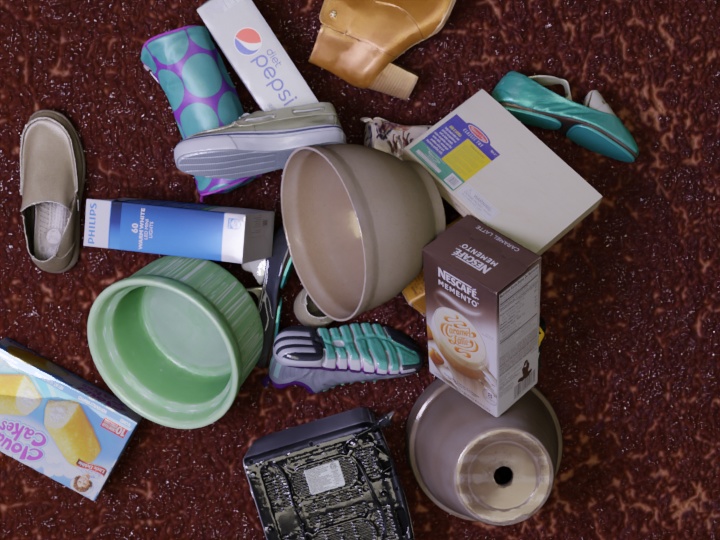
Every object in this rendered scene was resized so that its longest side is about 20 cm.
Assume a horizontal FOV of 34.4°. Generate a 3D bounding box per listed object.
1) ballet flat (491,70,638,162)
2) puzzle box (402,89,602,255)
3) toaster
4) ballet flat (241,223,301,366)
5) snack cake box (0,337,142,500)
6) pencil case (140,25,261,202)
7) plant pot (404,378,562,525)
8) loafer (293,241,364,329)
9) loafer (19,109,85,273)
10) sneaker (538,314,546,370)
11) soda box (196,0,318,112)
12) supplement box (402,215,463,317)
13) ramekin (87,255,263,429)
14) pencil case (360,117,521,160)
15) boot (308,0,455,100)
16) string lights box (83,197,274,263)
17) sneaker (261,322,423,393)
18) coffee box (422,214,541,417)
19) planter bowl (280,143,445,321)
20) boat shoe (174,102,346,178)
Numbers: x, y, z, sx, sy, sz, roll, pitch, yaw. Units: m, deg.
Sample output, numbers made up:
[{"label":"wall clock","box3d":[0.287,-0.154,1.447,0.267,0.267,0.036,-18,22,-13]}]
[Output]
[{"label":"ballet flat","box3d":[0.260,-0.197,1.432,0.200,0.067,0.071,19,81,-7]},{"label":"puzzle box","box3d":[0.163,-0.108,1.349,0.133,0.025,0.200,-38,71,-19]},{"label":"toaster","box3d":[-0.031,0.275,1.438,0.200,0.119,0.181,-17,97,0]},{"label":"ballet flat","box3d":[-0.119,0.020,1.434,0.073,0.073,0.200,13,97,-4]},{"label":"snack cake box","box3d":[-0.384,0.183,1.437,0.200,0.067,0.115,29,93,-5]},{"label":"pencil case","box3d":[-0.190,-0.190,1.399,0.092,0.085,0.200,-19,98,20]},{"label":"plant pot","box3d":[0.161,0.228,1.416,0.200,0.174,0.200,0,97,-3]},{"label":"loafer","box3d":[0.000,0.000,1.436,0.076,0.068,0.200,43,92,-6]},{"label":"loafer","box3d":[-0.373,-0.094,1.409,0.076,0.067,0.200,-5,96,-2]},{"label":"sneaker","box3d":[0.193,0.044,1.389,0.070,0.090,0.200,-23,141,-9]},{"label":"soda box","box3d":[-0.115,-0.244,1.405,0.063,0.068,0.200,-34,96,0]},{"label":"supplement box","box3d":[0.136,-0.028,1.404,0.200,0.067,0.069,-36,62,8]},{"label":"ramekin","box3d":[-0.213,0.078,1.383,0.200,0.098,0.200,11,120,19]},{"label":"pencil case","box3d":[0.097,-0.143,1.421,0.200,0.078,0.090,3,90,-3]},{"label":"boot","box3d":[0.030,-0.317,1.403,0.144,0.071,0.201,25,99,-8]},{"label":"string lights box","box3d":[-0.213,-0.050,1.377,0.200,0.103,0.059,6,96,15]},{"label":"sneaker","box3d":[-0.023,0.116,1.451,0.200,0.075,0.088,7,135,-23]},{"label":"coffee box","box3d":[0.138,0.053,1.327,0.080,0.114,0.200,-35,139,-29]},{"label":"planter bowl","box3d":[0.012,-0.056,1.332,0.135,0.200,0.201,-15,97,-27]},{"label":"boat shoe","box3d":[-0.117,-0.152,1.349,0.200,0.072,0.062,-7,66,-13]}]
